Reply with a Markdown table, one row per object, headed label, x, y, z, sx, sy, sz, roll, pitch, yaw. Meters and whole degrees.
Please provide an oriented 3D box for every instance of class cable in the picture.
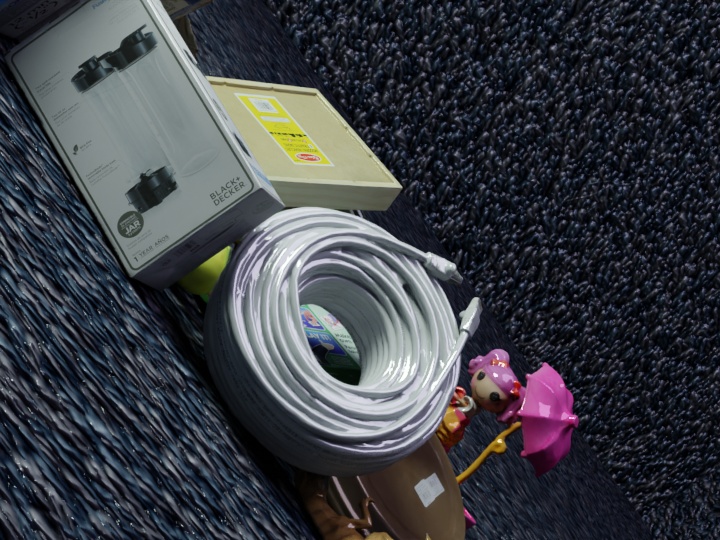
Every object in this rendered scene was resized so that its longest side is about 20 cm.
| label | x | y | z | sx | sy | sz | roll | pitch | yaw |
| --- | --- | --- | --- | --- | --- | --- | --- | --- | --- |
| cable | -0.020 | 0.049 | 1.482 | 0.200 | 0.069 | 0.200 | 33 | 51 | -17 |

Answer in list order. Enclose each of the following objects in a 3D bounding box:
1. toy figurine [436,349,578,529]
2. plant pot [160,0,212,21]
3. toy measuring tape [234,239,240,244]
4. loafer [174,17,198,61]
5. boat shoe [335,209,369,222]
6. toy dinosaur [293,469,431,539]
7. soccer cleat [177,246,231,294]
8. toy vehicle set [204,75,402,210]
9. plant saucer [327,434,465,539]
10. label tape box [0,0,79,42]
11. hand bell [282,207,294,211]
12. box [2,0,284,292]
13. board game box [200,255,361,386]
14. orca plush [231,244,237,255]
| label | x | y | z | sx | sy | sz | roll | pitch | yaw |
| --- | --- | --- | --- | --- | --- | --- | --- | --- | --- |
| toy figurine | 0.100 | 0.141 | 1.820 | 0.200 | 0.184 | 0.150 | 58 | 7 | 27 |
| plant pot | -0.208 | -0.299 | 1.735 | 0.180 | 0.200 | 0.200 | 63 | 7 | 4 |
| toy measuring tape | -0.069 | -0.039 | 1.627 | 0.200 | 0.074 | 0.074 | 35 | -3 | 27 |
| loafer | -0.186 | -0.194 | 1.933 | 0.071 | 0.073 | 0.200 | 58 | 12 | -32 |
| boat shoe | 0.000 | 0.000 | 1.766 | 0.068 | 0.072 | 0.200 | -33 | 99 | -53 |
| toy dinosaur | 0.008 | 0.213 | 1.426 | 0.106 | 0.060 | 0.200 | 22 | 18 | -39 |
| soccer cleat | -0.151 | -0.078 | 1.529 | 0.084 | 0.065 | 0.201 | 3 | 72 | -57 |
| toy vehicle set | -0.064 | -0.102 | 1.643 | 0.124 | 0.027 | 0.200 | 50 | 26 | 24 |
| plant saucer | 0.024 | 0.158 | 1.619 | 0.200 | 0.029 | 0.200 | 45 | 27 | -30 |
| label tape box | -0.226 | -0.237 | 1.478 | 0.066 | 0.143 | 0.200 | 56 | 6 | 4 |
| hand bell | -0.132 | -0.101 | 1.791 | 0.104 | 0.104 | 0.200 | 52 | -10 | -31 |
| box | -0.154 | -0.100 | 1.457 | 0.200 | 0.117 | 0.060 | 57 | 7 | 17 |
| board game box | -0.030 | 0.047 | 1.611 | 0.200 | 0.029 | 0.135 | 11 | 30 | -48 |
| orca plush | -0.048 | 0.025 | 1.802 | 0.200 | 0.071 | 0.105 | 49 | 9 | -44 |
